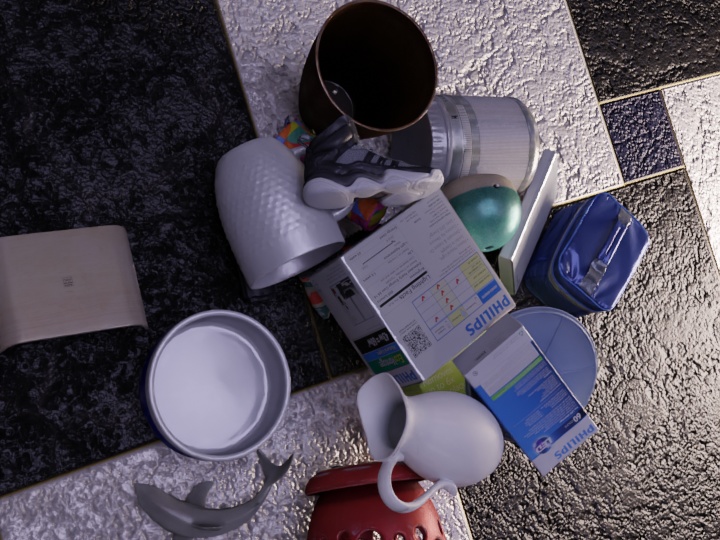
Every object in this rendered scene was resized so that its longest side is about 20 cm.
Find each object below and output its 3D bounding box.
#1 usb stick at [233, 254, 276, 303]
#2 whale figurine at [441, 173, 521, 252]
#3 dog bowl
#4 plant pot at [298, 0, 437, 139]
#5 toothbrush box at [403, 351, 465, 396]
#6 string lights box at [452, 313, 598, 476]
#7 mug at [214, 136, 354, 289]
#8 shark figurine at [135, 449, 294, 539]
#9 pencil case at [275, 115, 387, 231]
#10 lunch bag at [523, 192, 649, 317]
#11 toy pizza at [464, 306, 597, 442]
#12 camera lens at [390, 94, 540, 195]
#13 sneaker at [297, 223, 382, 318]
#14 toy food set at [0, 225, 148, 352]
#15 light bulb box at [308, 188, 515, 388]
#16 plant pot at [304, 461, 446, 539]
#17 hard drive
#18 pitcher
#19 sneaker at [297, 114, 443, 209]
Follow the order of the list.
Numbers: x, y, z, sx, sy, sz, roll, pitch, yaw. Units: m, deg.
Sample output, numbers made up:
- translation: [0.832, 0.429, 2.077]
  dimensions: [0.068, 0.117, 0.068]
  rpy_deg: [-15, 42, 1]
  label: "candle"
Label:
- translation: [-0.166, -0.054, 1.440]
  dimensions: [0.055, 0.033, 0.203]
  rpy_deg: [-11, 85, -32]
  label: "usb stick"
- translation: [0.162, -0.058, 1.492]
  dimensions: [0.157, 0.200, 0.105]
  rpy_deg: [-2, 60, -26]
  label: "whale figurine"
- translation: [-0.200, 0.159, 1.361]
  dimensions: [0.198, 0.079, 0.203]
  rpy_deg: [4, 79, -23]
  label: "dog bowl"
- translation: [-0.013, -0.266, 1.451]
  dimensions: [0.185, 0.200, 0.190]
  rpy_deg: [4, 79, -23]
  label: "plant pot"
- translation: [0.114, 0.117, 1.506]
  dimensions: [0.144, 0.086, 0.202]
  rpy_deg: [-23, 89, -26]
  label: "toothbrush box"
- translation: [0.225, 0.170, 1.347]
  dimensions: [0.102, 0.059, 0.201]
  rpy_deg: [-39, 110, -1]
  label: "string lights box"
- translation: [-0.100, -0.096, 1.370]
  dimensions: [0.198, 0.148, 0.177]
  rpy_deg: [-25, 84, -5]
  label: "mug"
- translation: [-0.184, 0.325, 1.337]
  dimensions: [0.212, 0.089, 0.130]
  rpy_deg: [-11, 87, -23]
  label: "shark figurine"
- translation: [-0.043, -0.142, 1.447]
  dimensions: [0.199, 0.089, 0.089]
  rpy_deg: [36, 67, 11]
  label: "pencil case"
- translation: [0.378, -0.027, 1.622]
  dimensions: [0.135, 0.132, 0.201]
  rpy_deg: [38, 69, -13]
  label: "lunch bag"
- translation: [0.238, 0.145, 1.392]
  dimensions: [0.197, 0.032, 0.203]
  rpy_deg: [-3, 106, -12]
  label: "toy pizza"
- translation: [0.165, -0.189, 1.540]
  dimensions: [0.198, 0.160, 0.162]
  rpy_deg: [-3, 82, -24]
  label: "camera lens"
- translation: [0.000, 0.000, 1.494]
  dimensions: [0.199, 0.070, 0.094]
  rpy_deg: [-29, 111, -27]
  label: "sneaker"
- translation: [-0.391, 0.024, 1.319]
  dimensions: [0.198, 0.060, 0.145]
  rpy_deg: [-8, 73, -26]
  label: "toy food set"
- translation: [0.072, 0.029, 1.387]
  dimensions: [0.197, 0.125, 0.201]
  rpy_deg: [-35, 93, -27]
  label: "light bulb box"
- translation: [0.020, 0.361, 1.365]
  dimensions: [0.198, 0.200, 0.185]
  rpy_deg: [0, 73, -24]
  label: "plant pot"
- translation: [0.270, -0.076, 1.591]
  dimensions: [0.026, 0.132, 0.202]
  rpy_deg: [19, 69, 19]
  label: "hard drive"
- translation: [0.094, 0.236, 1.285]
  dimensions: [0.199, 0.121, 0.174]
  rpy_deg: [21, 57, -38]
  label: "pitcher"
- translation: [0.012, -0.149, 1.325]
  dimensions: [0.197, 0.076, 0.115]
  rpy_deg: [-6, 70, -19]
  label: "sneaker"
